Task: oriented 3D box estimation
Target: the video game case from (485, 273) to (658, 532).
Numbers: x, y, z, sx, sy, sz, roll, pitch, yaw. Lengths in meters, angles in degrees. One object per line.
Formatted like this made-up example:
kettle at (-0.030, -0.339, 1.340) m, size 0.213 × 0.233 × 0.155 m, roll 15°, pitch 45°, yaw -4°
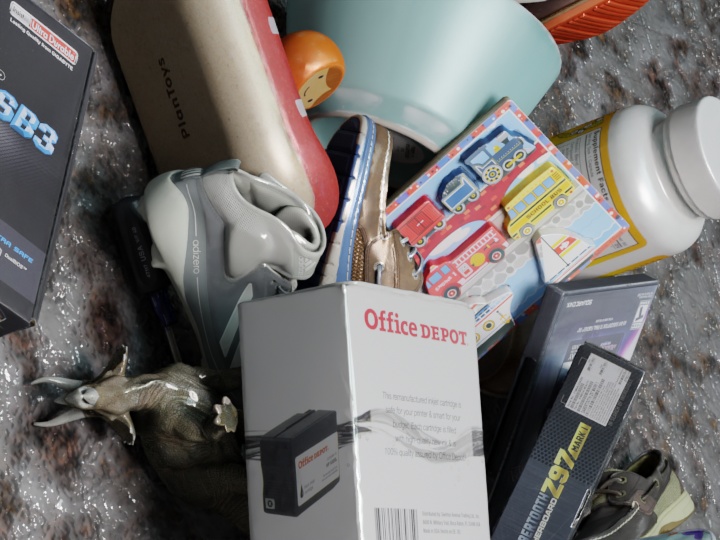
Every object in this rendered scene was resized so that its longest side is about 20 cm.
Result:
video game case at (0.143, 0.100, 1.569) m, size 0.143 × 0.019 × 0.201 m, roll -5°, pitch 117°, yaw -55°

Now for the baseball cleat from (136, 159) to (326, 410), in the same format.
baseball cleat at (-0.059, 0.020, 1.325) m, size 0.070 × 0.106 × 0.201 m, roll -81°, pitch 152°, yaw -47°

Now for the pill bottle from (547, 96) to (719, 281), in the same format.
pill bottle at (0.179, -0.053, 1.577) m, size 0.113 × 0.199 × 0.113 m, roll 32°, pitch 47°, yaw -43°

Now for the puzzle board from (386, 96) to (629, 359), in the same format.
puzzle board at (0.070, -0.006, 1.486) m, size 0.151 × 0.200 × 0.017 m, roll 42°, pitch 12°, yaw -34°

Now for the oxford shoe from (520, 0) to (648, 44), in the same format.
oxford shoe at (0.136, -0.205, 1.653) m, size 0.071 × 0.199 × 0.073 m, roll 5°, pitch 68°, yaw -58°

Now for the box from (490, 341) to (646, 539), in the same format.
box at (0.125, 0.155, 1.454) m, size 0.201 × 0.051 × 0.158 m, roll -63°, pitch 171°, yaw -7°

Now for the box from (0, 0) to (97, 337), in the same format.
box at (-0.244, -0.093, 1.213) m, size 0.200 × 0.050 × 0.199 m, roll 40°, pitch 46°, yaw -38°

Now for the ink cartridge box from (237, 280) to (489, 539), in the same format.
ink cartridge box at (0.005, 0.117, 1.270) m, size 0.145 × 0.083 × 0.201 m, roll 12°, pitch 72°, yaw -55°

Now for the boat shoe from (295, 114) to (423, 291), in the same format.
boat shoe at (0.000, 0.000, 1.422) m, size 0.072 × 0.072 × 0.201 m, roll 8°, pitch 99°, yaw -20°

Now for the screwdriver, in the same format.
screwdriver at (-0.111, 0.049, 1.347) m, size 0.029 × 0.028 × 0.201 m, roll -24°, pitch 96°, yaw -27°

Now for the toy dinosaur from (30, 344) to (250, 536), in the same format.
toy dinosaur at (-0.094, 0.100, 1.294) m, size 0.200 × 0.102 × 0.077 m, roll 50°, pitch 43°, yaw -40°

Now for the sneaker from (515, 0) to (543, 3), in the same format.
sneaker at (0.087, -0.236, 1.613) m, size 0.080 × 0.199 × 0.072 m, roll -103°, pitch 173°, yaw -45°

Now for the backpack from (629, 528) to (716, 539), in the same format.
backpack at (0.193, 0.279, 1.503) m, size 0.151 × 0.199 × 0.178 m, roll 51°, pitch 44°, yaw -20°

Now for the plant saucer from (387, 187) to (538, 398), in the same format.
plant saucer at (0.075, 0.000, 1.617) m, size 0.200 × 0.034 × 0.201 m, roll 27°, pitch 53°, yaw -44°

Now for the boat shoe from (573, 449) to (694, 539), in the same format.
boat shoe at (0.196, 0.185, 1.669) m, size 0.201 × 0.072 × 0.066 m, roll -18°, pitch 83°, yaw -61°

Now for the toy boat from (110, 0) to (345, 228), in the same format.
toy boat at (-0.064, -0.115, 1.381) m, size 0.130 × 0.130 × 0.201 m, roll -20°, pitch 92°, yaw -36°

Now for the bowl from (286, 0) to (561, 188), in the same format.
bowl at (0.028, -0.126, 1.502) m, size 0.201 × 0.200 × 0.106 m, roll 35°, pitch 68°, yaw -40°
